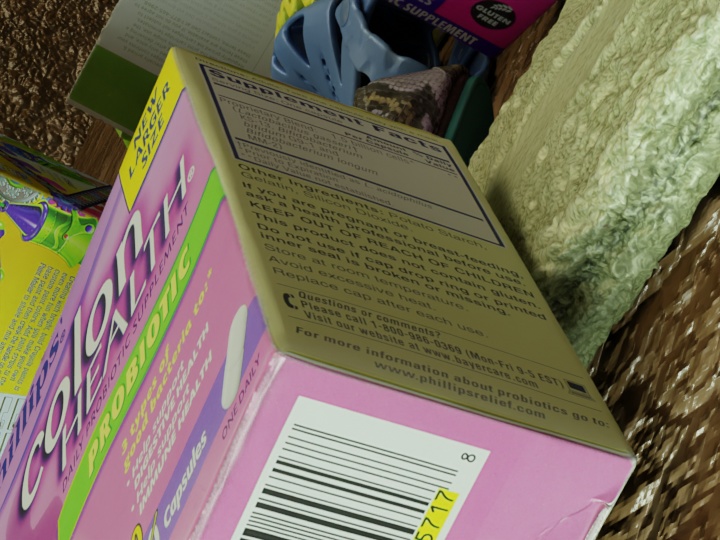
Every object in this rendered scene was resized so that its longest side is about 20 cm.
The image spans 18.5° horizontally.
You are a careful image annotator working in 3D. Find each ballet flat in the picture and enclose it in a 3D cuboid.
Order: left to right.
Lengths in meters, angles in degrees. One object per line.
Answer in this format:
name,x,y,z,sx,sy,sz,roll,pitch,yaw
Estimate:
ballet flat,0.000,0.000,0.796,0.072,0.072,0.200,-53,14,43

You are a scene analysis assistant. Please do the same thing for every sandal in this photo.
sandal,0.007,-0.090,0.964,0.200,0.079,0.087,133,146,-66

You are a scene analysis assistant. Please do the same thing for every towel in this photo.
towel,0.068,-0.035,0.665,0.200,0.036,0.148,-58,14,28

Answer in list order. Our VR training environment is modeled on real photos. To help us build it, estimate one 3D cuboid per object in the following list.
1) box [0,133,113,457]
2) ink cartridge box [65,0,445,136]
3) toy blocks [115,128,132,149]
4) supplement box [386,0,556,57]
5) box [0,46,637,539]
box,-0.131,0.067,0.892,0.200,0.193,0.122,-62,22,5
ink cartridge box,-0.036,-0.140,1.071,0.200,0.148,0.076,-56,14,36
toy blocks,-0.103,-0.006,1.257,0.200,0.100,0.137,-126,50,-67
supplement box,0.065,-0.180,0.779,0.200,0.101,0.103,-42,28,51
box,-0.030,0.062,0.615,0.176,0.097,0.200,-65,20,20
